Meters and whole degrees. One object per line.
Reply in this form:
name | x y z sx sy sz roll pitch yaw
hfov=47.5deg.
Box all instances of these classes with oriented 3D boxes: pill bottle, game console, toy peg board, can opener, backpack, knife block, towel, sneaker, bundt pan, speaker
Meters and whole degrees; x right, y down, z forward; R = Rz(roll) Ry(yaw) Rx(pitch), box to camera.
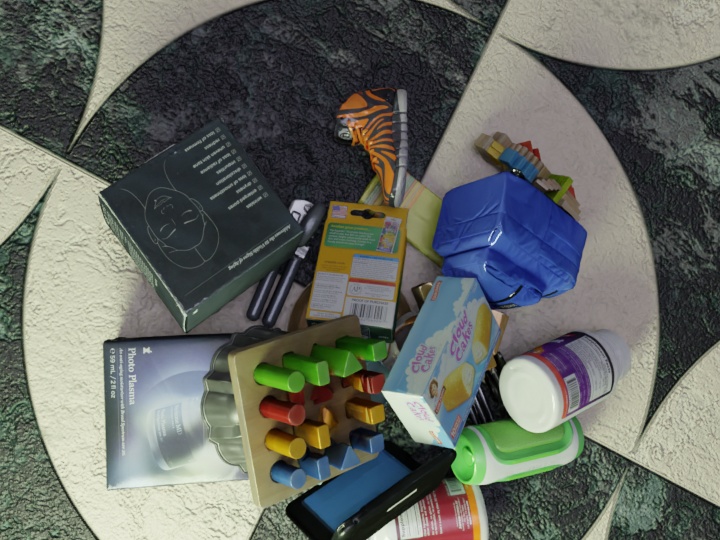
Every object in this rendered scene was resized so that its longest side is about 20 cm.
pill bottle | 0.079 0.370 1.192 0.196 0.113 0.115 -7 87 -7
game console | 0.010 0.290 1.118 0.198 0.177 0.117 -28 64 -27
toy peg board | -0.046 0.180 1.039 0.198 0.097 0.203 -15 100 -36
can opener | -0.113 -0.014 1.218 0.052 0.066 0.203 24 89 -6
backpack | 0.220 -0.027 1.197 0.198 0.162 0.170 25 74 -30
knife block | 0.146 0.132 1.238 0.197 0.064 0.178 23 83 -6
pill bottle | 0.309 0.153 1.207 0.198 0.111 0.113 -17 89 -36
towel | 0.096 -0.079 1.270 0.199 0.018 0.087 38 86 -4
sneaker | 0.015 -0.184 1.229 0.110 0.078 0.203 0 61 1
sneaker | 0.030 0.141 1.187 0.073 0.085 0.201 39 86 -5
bundt pan | -0.113 0.175 1.105 0.200 0.075 0.206 5 83 -45
speaker | 0.231 0.259 1.207 0.197 0.088 0.090 -6 87 -27

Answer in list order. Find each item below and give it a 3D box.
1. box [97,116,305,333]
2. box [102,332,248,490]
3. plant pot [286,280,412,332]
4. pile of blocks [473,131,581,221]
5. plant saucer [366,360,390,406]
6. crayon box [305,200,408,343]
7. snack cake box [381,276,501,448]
box | -0.214 -0.060 1.113 0.199 0.124 0.198 -36 83 -19
box | -0.254 0.192 1.157 0.195 0.123 0.204 -3 87 -9
plant pot | -0.014 0.097 1.240 0.196 0.027 0.204 0 87 -7
pile of blocks | 0.271 -0.158 1.262 0.199 0.082 0.062 39 83 -3
plant saucer | -0.019 0.212 1.171 0.070 0.019 0.201 45 106 25
crayon box | 0.000 0.000 1.196 0.123 0.052 0.203 6 60 7
snack cake box | 0.114 0.120 1.105 0.201 0.066 0.116 -61 137 -33
